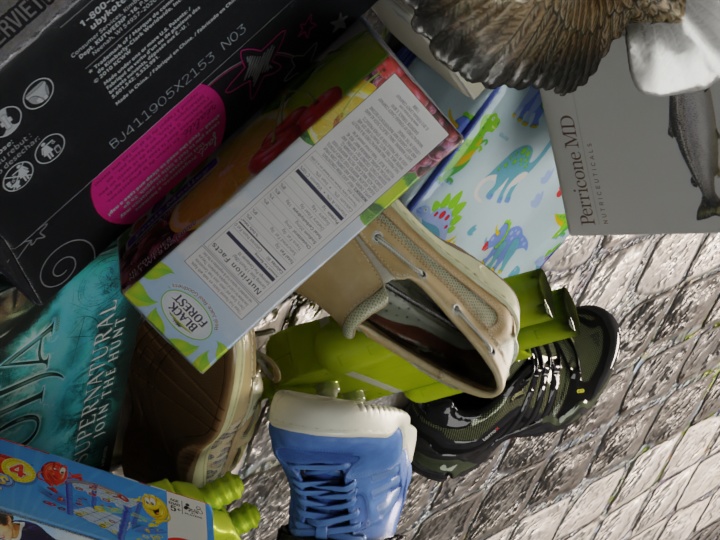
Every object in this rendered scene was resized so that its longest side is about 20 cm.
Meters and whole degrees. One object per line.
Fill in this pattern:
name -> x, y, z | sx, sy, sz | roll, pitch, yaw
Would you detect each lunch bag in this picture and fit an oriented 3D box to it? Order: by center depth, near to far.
lunch bag -> 0.074, -0.070, 1.047 | 0.161, 0.082, 0.200 | -53, 152, 12

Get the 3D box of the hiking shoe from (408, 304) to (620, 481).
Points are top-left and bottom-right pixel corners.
hiking shoe -> 0.116, 0.074, 1.301 | 0.200, 0.076, 0.101 | -32, 152, -26

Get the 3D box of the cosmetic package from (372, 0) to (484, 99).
cosmetic package -> 0.086, -0.196, 0.910 | 0.200, 0.071, 0.105 | -47, 152, -1

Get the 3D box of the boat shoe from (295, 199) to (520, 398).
boat shoe -> 0.000, 0.000, 0.928 | 0.072, 0.200, 0.076 | -51, -162, 33

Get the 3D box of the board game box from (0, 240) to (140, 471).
board game box -> -0.178, 0.067, 0.928 | 0.135, 0.028, 0.200 | -25, 145, -37

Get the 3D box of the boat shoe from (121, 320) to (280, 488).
boat shoe -> -0.089, 0.069, 1.020 | 0.063, 0.073, 0.200 | -35, 161, -34

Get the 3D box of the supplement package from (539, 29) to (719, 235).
supplement package -> 0.208, -0.094, 0.943 | 0.117, 0.200, 0.117 | -48, 130, -51

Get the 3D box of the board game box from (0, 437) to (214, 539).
board game box -> -0.199, 0.175, 0.889 | 0.195, 0.056, 0.200 | 21, 116, -17

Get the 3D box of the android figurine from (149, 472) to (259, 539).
android figurine -> -0.148, 0.175, 1.002 | 0.200, 0.041, 0.182 | -30, 150, -4

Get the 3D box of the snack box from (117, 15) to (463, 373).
snack box -> -0.041, -0.051, 0.791 | 0.142, 0.200, 0.053 | -40, 109, 6

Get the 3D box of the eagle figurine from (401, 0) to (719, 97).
eagle figurine -> 0.092, -0.152, 0.777 | 0.200, 0.150, 0.152 | -5, 90, -80

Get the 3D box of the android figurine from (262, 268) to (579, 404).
android figurine -> 0.027, 0.048, 1.085 | 0.200, 0.041, 0.182 | -17, 164, 14

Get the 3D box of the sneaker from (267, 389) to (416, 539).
sneaker -> -0.013, 0.133, 1.046 | 0.200, 0.077, 0.112 | 52, 48, -77

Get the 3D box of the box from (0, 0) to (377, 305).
box -> -0.107, -0.113, 0.703 | 0.200, 0.115, 0.132 | -44, 151, -11
